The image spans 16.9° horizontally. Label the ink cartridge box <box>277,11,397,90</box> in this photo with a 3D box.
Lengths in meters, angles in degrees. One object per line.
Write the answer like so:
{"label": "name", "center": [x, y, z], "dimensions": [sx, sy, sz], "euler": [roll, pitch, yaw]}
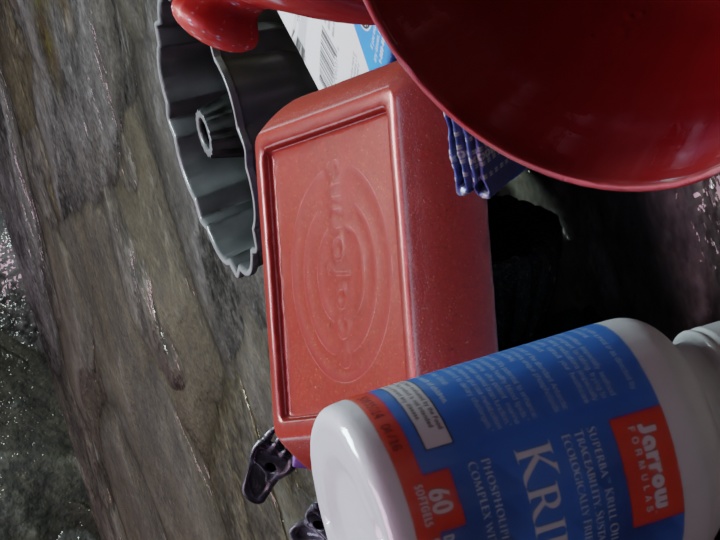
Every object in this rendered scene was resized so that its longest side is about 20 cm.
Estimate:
{"label": "ink cartridge box", "center": [0.009, -0.168, 1.276], "dimensions": [0.146, 0.084, 0.201], "euler": [97, 152, -53]}

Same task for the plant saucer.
{"label": "plant saucer", "center": [0.000, 0.000, 1.184], "dimensions": [0.200, 0.037, 0.201], "euler": [-13, 80, 63]}

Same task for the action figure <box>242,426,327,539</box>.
{"label": "action figure", "center": [-0.001, 0.095, 1.540], "dimensions": [0.119, 0.102, 0.200], "euler": [48, -152, -7]}

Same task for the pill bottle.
{"label": "pill bottle", "center": [0.088, 0.084, 1.044], "dimensions": [0.112, 0.199, 0.113], "euler": [163, 90, -74]}

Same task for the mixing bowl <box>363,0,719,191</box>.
{"label": "mixing bowl", "center": [0.102, -0.142, 0.882], "dimensions": [0.199, 0.108, 0.201], "euler": [20, 128, 27]}

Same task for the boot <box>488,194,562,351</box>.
{"label": "boot", "center": [0.079, 0.066, 1.159], "dimensions": [0.211, 0.079, 0.159], "euler": [45, 132, 54]}

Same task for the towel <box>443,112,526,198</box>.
{"label": "towel", "center": [0.063, -0.148, 0.991], "dimensions": [0.024, 0.145, 0.201], "euler": [12, 129, 40]}

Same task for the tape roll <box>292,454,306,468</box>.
{"label": "tape roll", "center": [0.001, 0.015, 1.379], "dimensions": [0.200, 0.065, 0.201], "euler": [-175, 90, -88]}

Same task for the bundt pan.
{"label": "bundt pan", "center": [-0.071, -0.101, 1.627], "dimensions": [0.202, 0.075, 0.203], "euler": [164, 90, -73]}

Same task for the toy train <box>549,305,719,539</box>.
{"label": "toy train", "center": [0.141, 0.087, 1.170], "dimensions": [0.200, 0.034, 0.046], "euler": [-124, 21, -49]}

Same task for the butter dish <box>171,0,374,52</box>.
{"label": "butter dish", "center": [-0.039, -0.171, 1.113], "dimensions": [0.200, 0.199, 0.148], "euler": [35, 102, 33]}
